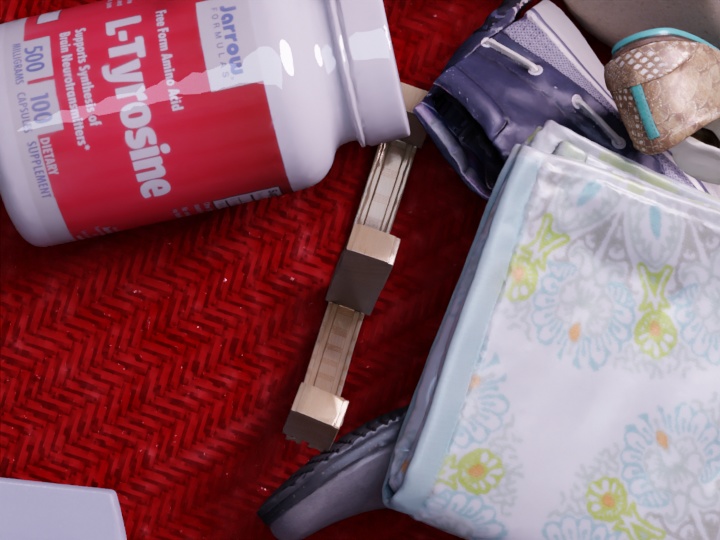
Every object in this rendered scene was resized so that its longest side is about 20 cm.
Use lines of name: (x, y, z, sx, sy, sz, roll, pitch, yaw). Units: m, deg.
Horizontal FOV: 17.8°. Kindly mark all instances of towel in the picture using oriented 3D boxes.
towel: (0.120, 0.049, 1.115, 0.170, 0.048, 0.202, 21, 91, -12)

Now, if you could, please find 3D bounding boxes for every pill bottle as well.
pill bottle: (-0.080, -0.086, 1.134, 0.198, 0.112, 0.113, -13, 84, 2)

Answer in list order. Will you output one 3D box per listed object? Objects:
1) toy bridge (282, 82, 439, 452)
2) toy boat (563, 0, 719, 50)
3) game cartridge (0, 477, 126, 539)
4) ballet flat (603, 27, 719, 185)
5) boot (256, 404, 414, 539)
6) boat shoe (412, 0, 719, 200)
toy bridge: (0.000, 0.000, 1.163, 0.027, 0.067, 0.201, 18, 62, -2)
toy boat: (0.162, -0.200, 1.156, 0.131, 0.130, 0.201, -50, 134, -30)
game cartridge: (-0.179, 0.204, 1.140, 0.132, 0.042, 0.202, 8, 82, -8)
ballet flat: (0.188, -0.070, 1.146, 0.199, 0.070, 0.066, 6, 70, -47)
boot: (0.059, 0.123, 1.157, 0.199, 0.070, 0.132, -27, 91, -3)
boat shoe: (0.112, -0.041, 1.163, 0.200, 0.075, 0.093, 47, 54, 8)
